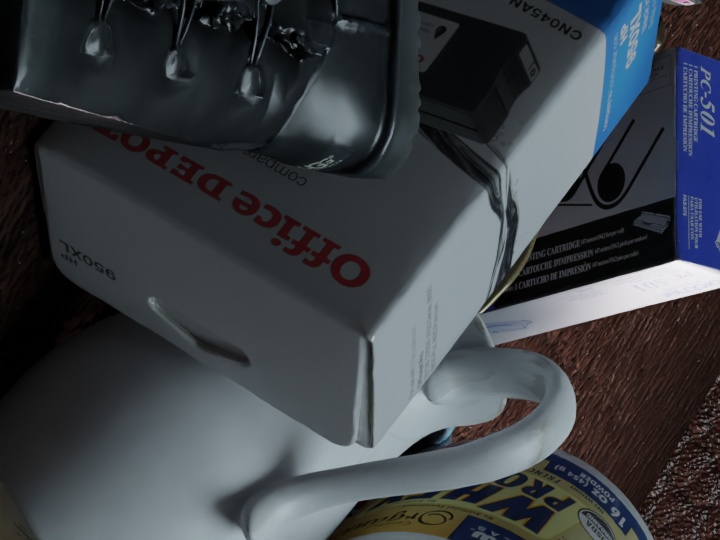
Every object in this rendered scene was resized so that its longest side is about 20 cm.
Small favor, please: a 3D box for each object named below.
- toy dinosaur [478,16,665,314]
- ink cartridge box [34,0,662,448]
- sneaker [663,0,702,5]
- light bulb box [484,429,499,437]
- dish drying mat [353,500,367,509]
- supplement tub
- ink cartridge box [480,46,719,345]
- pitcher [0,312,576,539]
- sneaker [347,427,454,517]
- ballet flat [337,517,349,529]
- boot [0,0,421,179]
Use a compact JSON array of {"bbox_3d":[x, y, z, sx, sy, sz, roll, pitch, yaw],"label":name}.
[{"bbox_3d":[0.074,-0.077,0.961,0.058,0.200,0.101,22,134,-41],"label":"toy dinosaur"},{"bbox_3d":[-0.001,-0.058,0.841,0.200,0.144,0.084,-52,161,-26],"label":"ink cartridge box"},{"bbox_3d":[0.152,-0.176,1.226,0.200,0.086,0.081,-33,148,-58],"label":"sneaker"},{"bbox_3d":[0.019,0.211,1.175,0.200,0.125,0.198,-35,165,-17],"label":"light bulb box"},{"bbox_3d":[0.000,0.000,1.025,0.077,0.018,0.201,69,25,-70],"label":"dish drying mat"},{"bbox_3d":[0.037,0.161,0.940,0.145,0.144,0.200,-66,168,20],"label":"supplement tub"},{"bbox_3d":[0.082,-0.025,1.018,0.044,0.200,0.094,14,71,-36],"label":"ink cartridge box"},{"bbox_3d":[-0.033,0.066,0.871,0.200,0.171,0.122,-26,114,-21],"label":"pitcher"},{"bbox_3d":[0.022,0.088,1.233,0.095,0.080,0.200,-28,172,20],"label":"sneaker"},{"bbox_3d":[-0.039,0.152,1.252,0.068,0.068,0.200,-57,168,32],"label":"ballet flat"},{"bbox_3d":[-0.058,-0.116,0.695,0.200,0.066,0.165,8,71,-53],"label":"boot"}]
